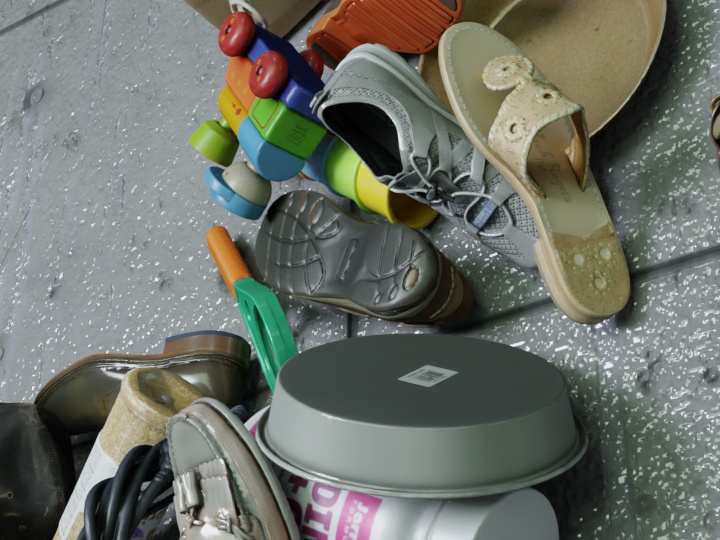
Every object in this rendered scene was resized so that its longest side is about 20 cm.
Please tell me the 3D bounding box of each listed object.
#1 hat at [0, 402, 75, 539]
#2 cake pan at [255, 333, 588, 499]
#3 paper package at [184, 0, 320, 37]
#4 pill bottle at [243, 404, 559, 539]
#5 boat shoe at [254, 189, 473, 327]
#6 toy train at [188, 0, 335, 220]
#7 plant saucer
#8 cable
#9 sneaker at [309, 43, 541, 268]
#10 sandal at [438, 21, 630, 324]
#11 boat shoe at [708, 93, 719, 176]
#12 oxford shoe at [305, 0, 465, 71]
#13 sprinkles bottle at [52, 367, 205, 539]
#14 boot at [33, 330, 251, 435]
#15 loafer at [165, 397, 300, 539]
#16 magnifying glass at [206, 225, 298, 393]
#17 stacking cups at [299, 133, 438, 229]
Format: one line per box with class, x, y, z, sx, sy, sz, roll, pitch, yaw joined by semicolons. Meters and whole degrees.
hat;-0.251;0.149;1.084;0.080;0.201;0.203;-15;54;6
cake pan;0.036;0.079;0.876;0.199;0.199;0.037;15;110;43
paper package;-0.077;-0.313;1.256;0.200;0.103;0.192;-42;45;13
pill bottle;0.014;0.153;0.899;0.198;0.113;0.115;11;72;42
boat shoe;0.000;0.000;1.031;0.199;0.073;0.076;24;88;51
toy train;-0.090;-0.131;1.114;0.116;0.084;0.200;-55;38;15
plant saucer;0.130;-0.150;1.038;0.198;0.035;0.203;-20;54;30
cable;-0.131;0.182;0.947;0.050;0.200;0.165;22;121;19
sneaker;0.048;-0.062;0.971;0.199;0.082;0.075;37;132;11
sandal;0.123;-0.076;0.918;0.214;0.077;0.070;67;152;10
boat shoe;0.244;-0.084;0.879;0.071;0.072;0.203;-5;63;37
oxford shoe;0.023;-0.204;1.097;0.199;0.071;0.074;-6;52;62
sprinkles bottle;-0.171;0.167;1.033;0.068;0.068;0.202;47;118;45
boot;-0.171;0.115;1.102;0.198;0.075;0.098;-20;51;27
loafer;-0.070;0.174;0.863;0.072;0.062;0.202;-32;81;48
magnifying glass;-0.079;0.025;1.091;0.022;0.080;0.200;-18;35;-14
stacking cups;-0.022;-0.087;1.106;0.199;0.060;0.061;27;83;44
